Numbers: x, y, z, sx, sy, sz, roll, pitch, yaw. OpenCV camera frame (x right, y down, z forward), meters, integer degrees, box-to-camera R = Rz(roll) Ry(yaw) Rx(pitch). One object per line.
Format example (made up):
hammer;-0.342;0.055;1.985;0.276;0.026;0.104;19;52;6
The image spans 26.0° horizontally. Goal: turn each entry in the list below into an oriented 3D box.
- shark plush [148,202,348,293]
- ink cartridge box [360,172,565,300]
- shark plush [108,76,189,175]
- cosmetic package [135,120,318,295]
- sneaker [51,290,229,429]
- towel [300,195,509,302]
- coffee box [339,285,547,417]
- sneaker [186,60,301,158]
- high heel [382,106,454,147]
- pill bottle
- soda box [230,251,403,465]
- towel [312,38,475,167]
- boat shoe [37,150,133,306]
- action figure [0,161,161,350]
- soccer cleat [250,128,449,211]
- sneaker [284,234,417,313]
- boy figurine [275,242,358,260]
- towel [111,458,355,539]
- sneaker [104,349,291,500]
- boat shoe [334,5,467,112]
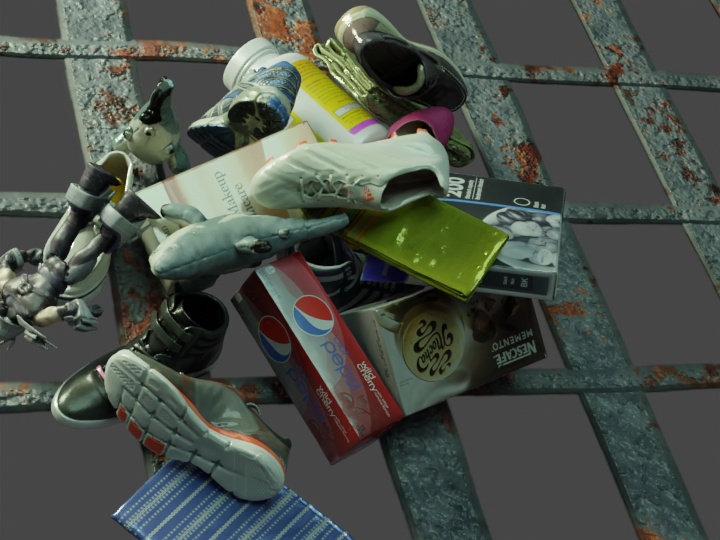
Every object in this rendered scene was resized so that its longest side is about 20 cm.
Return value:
shark plush;-0.108;-0.017;1.518;0.198;0.092;0.083;0;5;-16
ink cartridge box;0.112;-0.041;1.632;0.198;0.044;0.199;5;30;7
shark plush;-0.225;-0.168;1.661;0.090;0.200;0.084;14;77;5
cosmetic package;-0.128;-0.065;1.614;0.199;0.087;0.104;-26;84;-16
sneaker;-0.208;0.079;1.498;0.199;0.099;0.071;-26;64;-36
towel;0.043;-0.047;1.553;0.199;0.018;0.086;28;72;20
coffee box;0.086;0.069;1.612;0.199;0.080;0.114;-18;94;-34
sneaker;-0.119;-0.173;1.706;0.077;0.200;0.086;39;63;-20
high heel;0.053;-0.132;1.692;0.199;0.096;0.068;-34;94;-34
pill bottle;-0.065;-0.179;1.792;0.200;0.105;0.104;43;48;18
soda box;-0.044;0.086;1.549;0.063;0.070;0.201;-24;77;-39
towel;0.040;-0.196;1.832;0.199;0.037;0.149;26;19;-40
boat shoe;-0.277;-0.047;1.604;0.070;0.070;0.201;21;46;-2
action figure;-0.288;-0.003;1.514;0.130;0.069;0.200;38;86;18
soccer cleat;-0.009;-0.089;1.533;0.198;0.070;0.078;-11;50;-3
sneaker;0.000;0.000;1.651;0.198;0.109;0.070;-5;52;-27
boy figurine;-0.069;-0.056;1.707;0.198;0.065;0.125;13;45;-6
towel;-0.111;0.247;1.443;0.199;0.024;0.145;36;47;14
sneaker;-0.150;0.136;1.466;0.200;0.077;0.082;38;35;-6
boat shoe;0.051;-0.221;1.733;0.200;0.072;0.065;32;28;-43
